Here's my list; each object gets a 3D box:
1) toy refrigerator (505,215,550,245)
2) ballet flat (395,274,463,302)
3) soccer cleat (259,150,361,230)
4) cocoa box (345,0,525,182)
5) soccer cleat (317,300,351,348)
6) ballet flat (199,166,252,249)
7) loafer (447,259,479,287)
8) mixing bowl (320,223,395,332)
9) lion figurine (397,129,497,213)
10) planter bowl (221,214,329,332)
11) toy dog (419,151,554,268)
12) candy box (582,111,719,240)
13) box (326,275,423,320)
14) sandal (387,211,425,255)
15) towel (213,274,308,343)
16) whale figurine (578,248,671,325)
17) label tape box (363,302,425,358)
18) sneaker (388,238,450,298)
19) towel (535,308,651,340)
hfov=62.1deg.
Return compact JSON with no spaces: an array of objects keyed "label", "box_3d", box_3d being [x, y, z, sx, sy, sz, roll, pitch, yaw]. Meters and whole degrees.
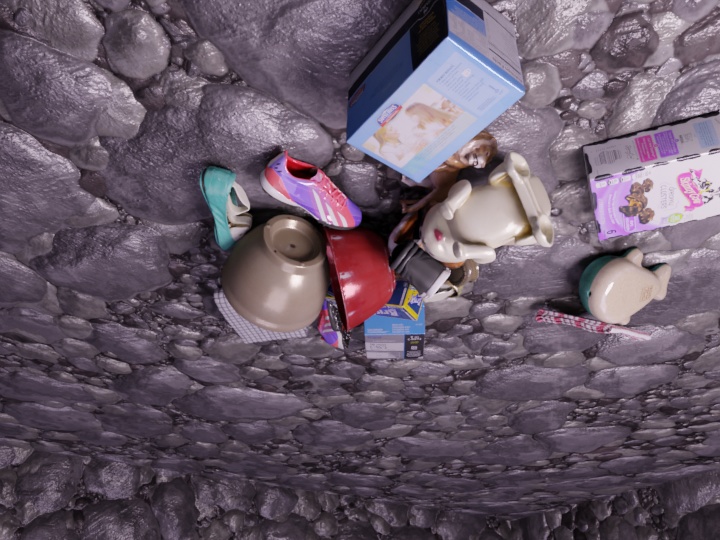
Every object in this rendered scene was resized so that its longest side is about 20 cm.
[{"label":"toy refrigerator","box_3d":[0.218,-0.093,1.034,0.196,0.071,0.077,-3,140,6]},{"label":"ballet flat","box_3d":[0.117,0.037,1.237,0.196,0.072,0.071,-6,147,11]},{"label":"soccer cleat","box_3d":[-0.068,-0.130,0.994,0.198,0.069,0.073,24,133,-29]},{"label":"cocoa box","box_3d":[0.087,-0.236,0.758,0.132,0.133,0.199,22,142,-29]},{"label":"soccer cleat","box_3d":[-0.070,0.113,1.354,0.072,0.069,0.201,8,148,15]},{"label":"ballet flat","box_3d":[-0.225,-0.098,1.039,0.069,0.068,0.201,8,146,6]},{"label":"loafer","box_3d":[0.185,-0.015,1.109,0.066,0.077,0.200,-17,-175,-6]},{"label":"mixing bowl","box_3d":[0.000,0.000,1.092,0.106,0.203,0.201,-14,148,-7]},{"label":"lion figurine","box_3d":[0.132,-0.156,0.951,0.120,0.074,0.200,-6,163,-12]},{"label":"planter bowl","box_3d":[-0.135,-0.011,1.067,0.197,0.203,0.135,15,136,-20]},{"label":"toy dog","box_3d":[0.178,-0.084,0.913,0.198,0.194,0.141,-23,100,29]},{"label":"candy box","box_3d":[0.465,-0.141,0.943,0.197,0.073,0.168,-12,144,21]},{"label":"box","box_3d":[0.026,0.048,1.200,0.197,0.065,0.070,4,155,36]},{"label":"sandal","box_3d":[0.091,-0.039,1.104,0.059,0.079,0.208,36,159,15]},{"label":"towel","box_3d":[-0.204,0.071,1.291,0.162,0.087,0.201,-8,144,11]},{"label":"whale figurine","box_3d":[0.521,0.027,1.187,0.196,0.104,0.162,-9,114,-21]},{"label":"label tape box","box_3d":[0.078,0.137,1.394,0.141,0.064,0.201,-1,147,3]},{"label":"sneaker","box_3d":[0.099,-0.008,1.030,0.099,0.071,0.200,42,-178,4]},{"label":"towel","box_3d":[0.492,0.119,1.273,0.144,0.031,0.199,10,-179,-32]}]
